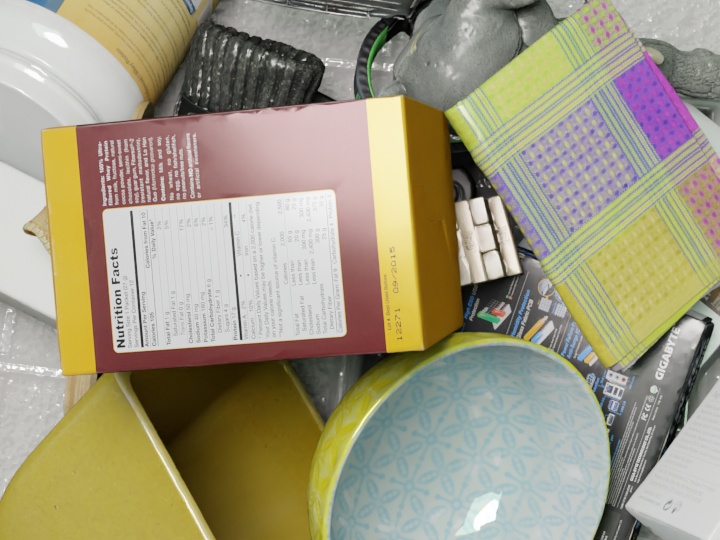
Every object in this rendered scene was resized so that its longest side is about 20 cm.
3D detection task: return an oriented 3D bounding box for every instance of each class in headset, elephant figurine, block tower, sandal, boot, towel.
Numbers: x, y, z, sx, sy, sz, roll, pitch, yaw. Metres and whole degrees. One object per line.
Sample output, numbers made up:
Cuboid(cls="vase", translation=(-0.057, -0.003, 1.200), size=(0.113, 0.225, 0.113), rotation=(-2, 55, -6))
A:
Cuboid(cls="headset", translation=(0.087, -0.160, 1.250), size=(0.200, 0.094, 0.124), rotation=(-38, 75, -20))
Cuboid(cls="elephant figurine", translation=(0.130, -0.115, 1.162), size=(0.200, 0.142, 0.155), rotation=(37, 114, -12))
Cuboid(cls="block tower", translation=(0.000, 0.000, 1.141), size=(0.199, 0.058, 0.054), rotation=(-14, 88, 8))
Cuboid(cls="sandal", translation=(-0.185, -0.011, 1.147), size=(0.069, 0.078, 0.213), rotation=(8, 83, 3))
Cuboid(cls="boot", translation=(-0.047, -0.067, 1.217), size=(0.210, 0.079, 0.159), rotation=(26, 97, 13))
Cuboid(cls="towel", translation=(0.154, -0.052, 1.098), size=(0.143, 0.023, 0.201), rotation=(-38, 100, -19))

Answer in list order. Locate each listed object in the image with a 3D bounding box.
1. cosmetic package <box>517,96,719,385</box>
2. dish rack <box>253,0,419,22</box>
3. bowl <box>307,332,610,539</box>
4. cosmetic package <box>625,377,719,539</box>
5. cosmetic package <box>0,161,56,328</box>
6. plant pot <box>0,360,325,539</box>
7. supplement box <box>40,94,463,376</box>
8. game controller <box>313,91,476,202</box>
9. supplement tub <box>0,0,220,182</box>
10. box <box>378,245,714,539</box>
Cuboid(cls="cosmetic package", translation=(0.199, -0.006, 1.222), size=(0.151, 0.052, 0.200), rotation=(39, 84, 16))
Cuboid(cls="dish rack", translation=(-0.012, -0.235, 1.247), size=(0.152, 0.055, 0.200), rotation=(9, 33, 10))
Cuboid(cls="bowl", translation=(0.044, 0.122, 1.104), size=(0.199, 0.108, 0.201), rotation=(-8, 109, -25))
Cuboid(cls="cosmetic package", translation=(0.312, 0.134, 1.099), size=(0.199, 0.123, 0.200), rotation=(39, 82, -14))
Cuboid(cls="cosmetic package", translation=(-0.189, 0.004, 1.238), size=(0.199, 0.108, 0.085), rotation=(24, 81, 14))
Cuboid(cls="plant pot", translation=(-0.123, 0.186, 1.144), size=(0.200, 0.195, 0.195), rotation=(-38, 74, 25))
Cuboid(cls="supplement box", translation=(-0.053, -0.021, 1.022), size=(0.199, 0.197, 0.134), rotation=(-4, 91, 10))
Cuboid(cls="game controller", translation=(-0.020, -0.063, 1.267), size=(0.199, 0.042, 0.105), rotation=(27, 81, 13))
Cuboid(cls="supplement tub", translation=(-0.191, -0.173, 1.241), size=(0.144, 0.145, 0.201), rotation=(22, 64, 12))
Cuboid(cls="box", translation=(0.106, 0.091, 1.175), size=(0.197, 0.050, 0.201), rotation=(20, 96, 18))
